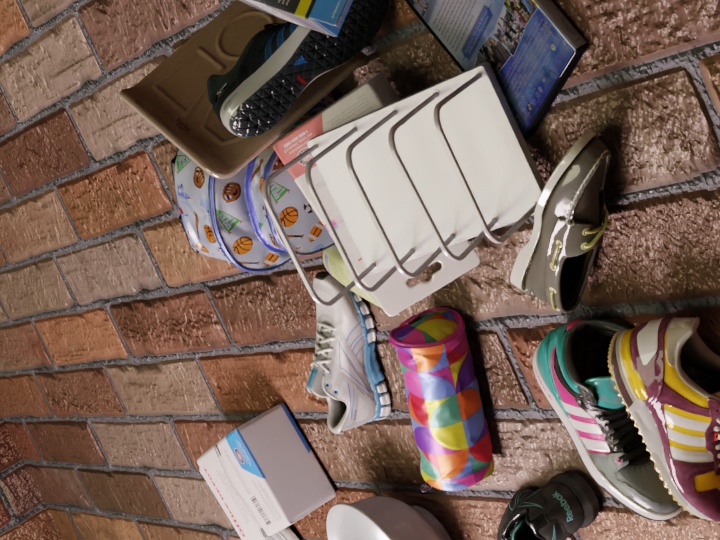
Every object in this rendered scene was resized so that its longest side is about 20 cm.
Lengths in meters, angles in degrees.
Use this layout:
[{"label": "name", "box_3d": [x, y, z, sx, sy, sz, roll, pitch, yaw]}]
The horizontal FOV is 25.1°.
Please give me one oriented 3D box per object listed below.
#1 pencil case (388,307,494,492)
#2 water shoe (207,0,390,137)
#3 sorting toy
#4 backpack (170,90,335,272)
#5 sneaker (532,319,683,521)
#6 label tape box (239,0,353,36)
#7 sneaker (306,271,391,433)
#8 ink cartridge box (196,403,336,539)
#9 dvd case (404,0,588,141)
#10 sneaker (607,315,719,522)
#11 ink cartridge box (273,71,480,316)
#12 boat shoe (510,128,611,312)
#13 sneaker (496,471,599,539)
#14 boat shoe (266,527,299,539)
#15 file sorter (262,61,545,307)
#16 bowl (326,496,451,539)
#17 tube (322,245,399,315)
[{"label": "pencil case", "box_3d": [0.084, 0.138, 1.697, 0.088, 0.088, 0.201, 25, 135, 48]}, {"label": "water shoe", "box_3d": [-0.064, -0.215, 1.510, 0.079, 0.200, 0.072, 50, -178, 38]}, {"label": "sorting toy", "box_3d": [-0.115, -0.186, 1.601, 0.185, 0.200, 0.037, 40, 162, 38]}, {"label": "backpack", "box_3d": [-0.092, -0.089, 1.660, 0.154, 0.190, 0.201, 21, 134, 54]}, {"label": "sneaker", "box_3d": [0.233, 0.121, 1.434, 0.200, 0.083, 0.121, 54, 161, 16]}, {"label": "label tape box", "box_3d": [-0.031, -0.287, 1.426, 0.200, 0.063, 0.145, 28, 93, 47]}, {"label": "sneaker", "box_3d": [-0.028, 0.100, 1.847, 0.075, 0.086, 0.201, 17, 129, 55]}, {"label": "ink cartridge box", "box_3d": [-0.131, 0.281, 2.192, 0.147, 0.084, 0.200, 59, 153, 5]}, {"label": "dvd case", "box_3d": [0.105, -0.223, 1.389, 0.200, 0.017, 0.143, 53, 152, 14]}, {"label": "sneaker", "box_3d": [0.287, 0.128, 1.352, 0.090, 0.075, 0.201, -19, 114, 40]}, {"label": "ink cartridge box", "box_3d": [0.022, -0.071, 1.543, 0.116, 0.068, 0.201, -31, 97, 19]}, {"label": "boat shoe", "box_3d": [0.182, -0.039, 1.379, 0.060, 0.072, 0.202, 38, 147, 18]}, {"label": "sneaker", "box_3d": [0.173, 0.265, 1.671, 0.076, 0.079, 0.200, 53, 153, 13]}, {"label": "boat shoe", "box_3d": [-0.096, 0.454, 2.310, 0.202, 0.071, 0.070, 63, 152, -5]}, {"label": "file sorter", "box_3d": [0.038, -0.068, 1.414, 0.199, 0.124, 0.139, -20, 102, 32]}, {"label": "bowl", "box_3d": [0.054, 0.346, 1.935, 0.201, 0.090, 0.202, 39, 145, 35]}, {"label": "tube", "box_3d": [0.000, 0.000, 1.666, 0.200, 0.058, 0.052, -132, 50, -78]}]
